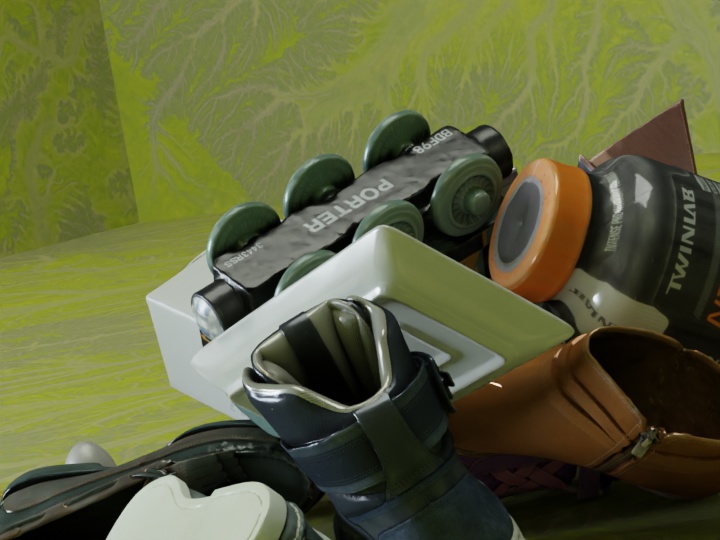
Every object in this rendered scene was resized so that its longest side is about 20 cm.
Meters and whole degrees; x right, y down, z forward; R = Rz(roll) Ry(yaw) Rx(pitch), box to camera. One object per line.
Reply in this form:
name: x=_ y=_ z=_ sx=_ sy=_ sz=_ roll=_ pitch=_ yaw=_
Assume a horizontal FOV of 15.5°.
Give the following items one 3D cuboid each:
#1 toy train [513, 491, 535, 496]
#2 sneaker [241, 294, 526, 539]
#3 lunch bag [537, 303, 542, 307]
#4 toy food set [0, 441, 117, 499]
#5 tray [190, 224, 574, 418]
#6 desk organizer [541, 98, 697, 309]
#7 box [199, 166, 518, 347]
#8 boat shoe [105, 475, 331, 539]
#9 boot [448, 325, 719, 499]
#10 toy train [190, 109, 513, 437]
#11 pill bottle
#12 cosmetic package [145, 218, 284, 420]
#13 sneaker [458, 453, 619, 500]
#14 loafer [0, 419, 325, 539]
toy train: x=0.024 y=0.102 z=1.495 sx=0.200 sy=0.056 sz=0.150 roll=3 pitch=37 yaw=21
sneaker: x=0.002 y=0.078 z=1.210 sx=0.077 sy=0.146 sz=0.202 roll=-38 pitch=11 yaw=-10
lunch bag: x=0.108 y=0.022 z=1.742 sx=0.167 sy=0.140 sz=0.200 roll=6 pitch=4 yaw=-8
toy food set: x=-0.193 y=0.128 z=1.537 sx=0.200 sy=0.061 sz=0.143 roll=-8 pitch=6 yaw=16
tray: x=0.003 y=0.043 z=1.241 sx=0.107 sy=0.022 sz=0.200 roll=27 pitch=-31 yaw=-19
desk organizer: x=0.162 y=-0.002 z=1.520 sx=0.077 sy=0.072 sz=0.200 roll=-33 pitch=-25 yaw=-23
box: x=0.001 y=-0.005 z=1.444 sx=0.200 sy=0.039 sz=0.041 roll=-30 pitch=39 yaw=-26
boat shoe: x=-0.072 y=0.143 z=1.281 sx=0.062 sy=0.073 sz=0.200 roll=34 pitch=-21 yaw=-20
boot: x=0.096 y=0.052 z=1.266 sx=0.200 sy=0.074 sz=0.155 roll=16 pitch=-13 yaw=1
toy train: x=0.000 y=0.000 z=1.370 sx=0.200 sy=0.114 sz=0.085 roll=-32 pitch=45 yaw=-27
pill bottle: x=0.168 y=0.005 z=1.360 sx=0.200 sy=0.106 sz=0.106 roll=18 pitch=-4 yaw=-20
cosmetic package: x=-0.016 y=0.046 z=1.476 sx=0.102 sy=0.074 sz=0.200 roll=-35 pitch=38 yaw=-30
sneaker: x=0.091 y=0.089 z=1.380 sx=0.200 sy=0.081 sz=0.088 roll=-28 pitch=52 yaw=-32
loafer: x=-0.111 y=0.131 z=1.394 sx=0.200 sy=0.072 sz=0.063 roll=-14 pitch=20 yaw=25
